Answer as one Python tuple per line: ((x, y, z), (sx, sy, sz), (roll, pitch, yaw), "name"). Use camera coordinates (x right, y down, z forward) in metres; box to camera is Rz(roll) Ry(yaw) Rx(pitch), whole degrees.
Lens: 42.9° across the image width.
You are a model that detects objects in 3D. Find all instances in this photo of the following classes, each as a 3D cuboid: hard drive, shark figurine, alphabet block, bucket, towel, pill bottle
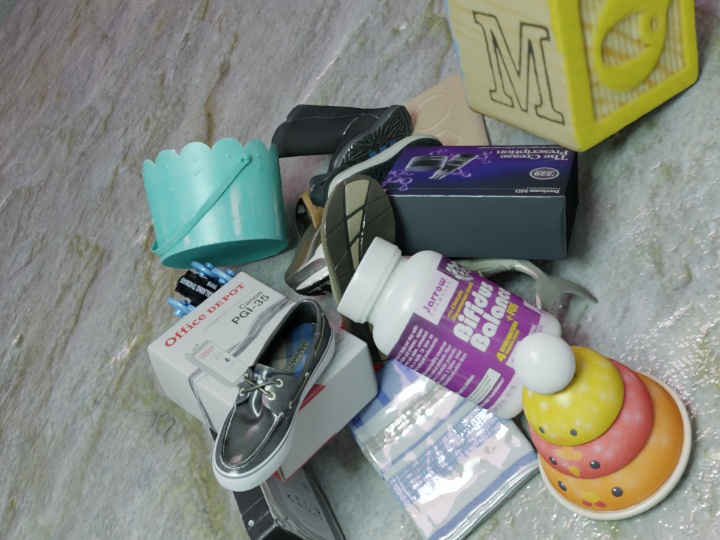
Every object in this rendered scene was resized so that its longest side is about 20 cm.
((-0.088, 0.232, 0.980), (0.038, 0.140, 0.200), (-42, 39, 5), "hard drive")
((0.145, 0.007, 1.010), (0.214, 0.089, 0.129), (-18, 81, 42), "shark figurine")
((0.233, -0.279, 1.028), (0.195, 0.197, 0.200), (-32, 36, -16), "alphabet block")
((-0.196, -0.086, 1.256), (0.206, 0.207, 0.136), (-16, 79, 32), "bucket")
((0.075, 0.169, 0.932), (0.147, 0.024, 0.200), (-42, 57, 6), "towel")
((0.083, 0.050, 0.887), (0.113, 0.199, 0.112), (-62, -1, -2), "pill bottle")

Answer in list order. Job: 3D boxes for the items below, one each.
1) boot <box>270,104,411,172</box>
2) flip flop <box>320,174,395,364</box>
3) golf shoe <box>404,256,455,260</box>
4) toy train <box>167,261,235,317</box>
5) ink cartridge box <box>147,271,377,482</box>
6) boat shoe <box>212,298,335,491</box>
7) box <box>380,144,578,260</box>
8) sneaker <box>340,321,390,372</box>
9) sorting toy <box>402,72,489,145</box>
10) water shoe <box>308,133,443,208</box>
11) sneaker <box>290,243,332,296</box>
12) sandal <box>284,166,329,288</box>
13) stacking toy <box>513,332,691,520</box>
((-0.051, -0.172, 1.257), (0.199, 0.066, 0.165), (11, 42, 38), "boot")
((0.000, 0.000, 0.963), (0.081, 0.201, 0.058), (-16, 17, -17), "flip flop")
((0.063, -0.012, 1.097), (0.200, 0.077, 0.088), (-50, 45, -4), "golf shoe")
((-0.172, 0.054, 1.221), (0.200, 0.114, 0.087), (20, 73, 49), "toy train")
((-0.105, 0.105, 0.962), (0.199, 0.083, 0.146), (27, 55, 35), "ink cartridge box")
((-0.080, 0.106, 0.844), (0.070, 0.066, 0.200), (13, 47, 24), "boat shoe")
((0.131, -0.078, 0.999), (0.199, 0.079, 0.141), (2, 32, 18), "box")
((-0.012, 0.050, 1.050), (0.115, 0.078, 0.201), (-26, 81, 39), "sneaker")
((0.076, -0.165, 1.246), (0.199, 0.036, 0.186), (-24, 45, 19), "sorting toy")
((0.022, -0.123, 1.109), (0.079, 0.072, 0.199), (14, 27, 43), "water shoe")
((-0.011, -0.043, 1.174), (0.200, 0.074, 0.080), (-37, 74, 2), "sneaker")
((-0.069, -0.072, 1.263), (0.082, 0.054, 0.201), (-18, 47, 66), "sandal")
((0.183, 0.113, 0.786), (0.146, 0.200, 0.147), (-24, 44, 26), "stacking toy")
